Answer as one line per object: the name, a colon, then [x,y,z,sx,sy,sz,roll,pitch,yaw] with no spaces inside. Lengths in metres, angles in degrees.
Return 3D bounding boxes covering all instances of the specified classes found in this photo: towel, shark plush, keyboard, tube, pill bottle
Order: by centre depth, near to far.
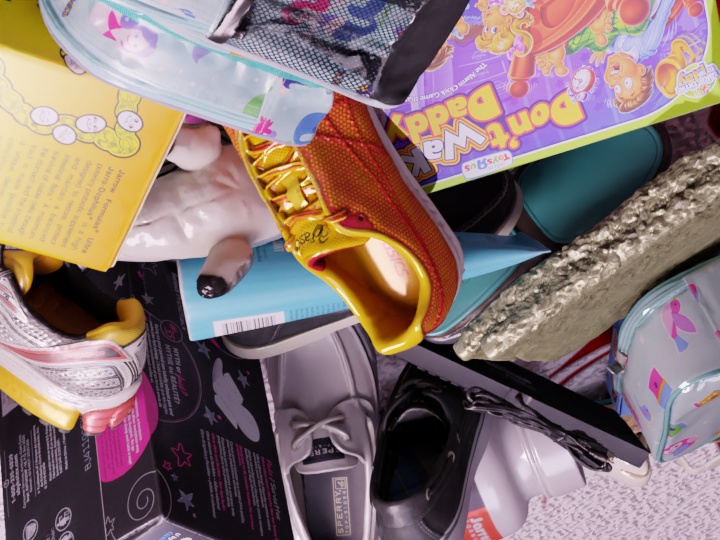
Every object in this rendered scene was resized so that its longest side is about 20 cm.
shark plush: [-0.062,-0.052,0.936,0.200,0.091,0.083,-33,-171,-37]
tube: [0.000,0.000,0.945,0.199,0.077,0.051,-8,104,-6]
towel: [0.154,-0.008,0.990,0.200,0.037,0.148,-38,164,20]
keyboard: [0.094,0.079,1.074,0.200,0.127,0.021,25,101,-14]
pill bottle: [0.050,0.144,1.182,0.199,0.112,0.112,-21,141,8]

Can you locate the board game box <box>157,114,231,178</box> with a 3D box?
board game box: [-0.134,-0.086,0.913,0.200,0.029,0.135,-31,140,19]

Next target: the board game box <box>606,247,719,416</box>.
board game box: [0.248,0.016,1.152,0.151,0.037,0.200,-11,140,-6]

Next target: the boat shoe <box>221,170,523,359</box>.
boat shoe: [0.001,-0.015,1.000,0.200,0.072,0.068,-24,136,0]

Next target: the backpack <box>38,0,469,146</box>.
backpack: [-0.066,-0.159,0.729,0.200,0.178,0.151,21,123,-31]

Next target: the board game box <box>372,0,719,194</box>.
board game box: [0.084,-0.126,0.892,0.199,0.045,0.135,-17,124,3]

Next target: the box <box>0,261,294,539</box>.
box: [-0.132,0.110,1.012,0.132,0.200,0.115,-36,136,25]

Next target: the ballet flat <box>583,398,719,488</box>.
ballet flat: [0.218,0.121,1.243,0.199,0.065,0.071,-15,152,3]

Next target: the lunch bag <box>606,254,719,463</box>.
lunch bag: [0.248,0.037,1.055,0.200,0.077,0.160,-24,159,-7]

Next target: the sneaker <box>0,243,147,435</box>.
sneaker: [-0.199,0.003,0.918,0.200,0.078,0.082,28,126,3]

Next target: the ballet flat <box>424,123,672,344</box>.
ballet flat: [0.110,-0.026,1.042,0.200,0.073,0.073,-39,136,19]

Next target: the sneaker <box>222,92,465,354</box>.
sneaker: [-0.020,-0.048,0.855,0.073,0.077,0.200,-36,99,35]

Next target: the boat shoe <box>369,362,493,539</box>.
boat shoe: [0.043,0.102,1.074,0.068,0.200,0.057,-11,124,15]

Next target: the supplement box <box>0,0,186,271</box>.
supplement box: [-0.190,-0.097,0.788,0.199,0.109,0.110,16,127,-21]

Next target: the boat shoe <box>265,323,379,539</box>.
boat shoe: [-0.023,0.108,1.082,0.072,0.066,0.201,-3,107,3]
